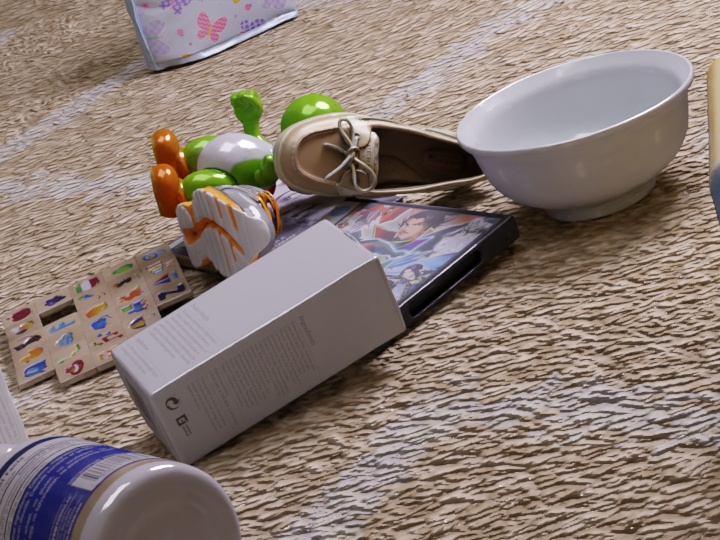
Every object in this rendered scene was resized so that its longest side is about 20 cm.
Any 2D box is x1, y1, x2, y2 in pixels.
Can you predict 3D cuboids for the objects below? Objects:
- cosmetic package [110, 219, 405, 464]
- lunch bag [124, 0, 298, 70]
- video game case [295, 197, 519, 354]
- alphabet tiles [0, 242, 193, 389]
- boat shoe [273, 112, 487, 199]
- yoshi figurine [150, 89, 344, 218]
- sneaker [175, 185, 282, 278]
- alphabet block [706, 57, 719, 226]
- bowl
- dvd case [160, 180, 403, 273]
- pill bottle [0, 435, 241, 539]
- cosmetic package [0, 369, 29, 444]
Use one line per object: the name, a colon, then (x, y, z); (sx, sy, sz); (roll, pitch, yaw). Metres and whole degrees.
cosmetic package: (-0.076, 0.052, 1.589); (0.199, 0.074, 0.102); (-30, 28, -12)
lunch bag: (-0.201, -0.360, 2.624); (0.199, 0.170, 0.127); (-28, 24, -21)
video game case: (0.000, 0.000, 1.733); (0.199, 0.026, 0.181); (8, 36, 47)
alphabet tiles: (-0.227, 0.043, 1.856); (0.166, 0.008, 0.200); (-24, 24, -6)
boat shoe: (0.022, -0.099, 1.831); (0.199, 0.074, 0.063); (-3, 5, -27)
yoshi figurine: (-0.090, -0.112, 1.910); (0.199, 0.113, 0.112); (-8, -3, 2)
sneaker: (-0.101, -0.042, 1.814); (0.077, 0.079, 0.200); (-16, 9, -15)
alphabet block: (0.325, -0.034, 1.310); (0.194, 0.197, 0.200); (-12, 22, 15)
bowl: (0.185, -0.101, 1.748); (0.200, 0.091, 0.201); (-17, 20, 6)
dvd case: (-0.074, -0.037, 1.925); (0.148, 0.016, 0.200); (-33, 24, -30)
pill bottle: (-0.179, 0.168, 1.359); (0.119, 0.120, 0.199); (-33, 24, -33)
cosmetic package: (-0.403, 0.131, 1.644); (0.199, 0.124, 0.200); (0, 27, 41)
